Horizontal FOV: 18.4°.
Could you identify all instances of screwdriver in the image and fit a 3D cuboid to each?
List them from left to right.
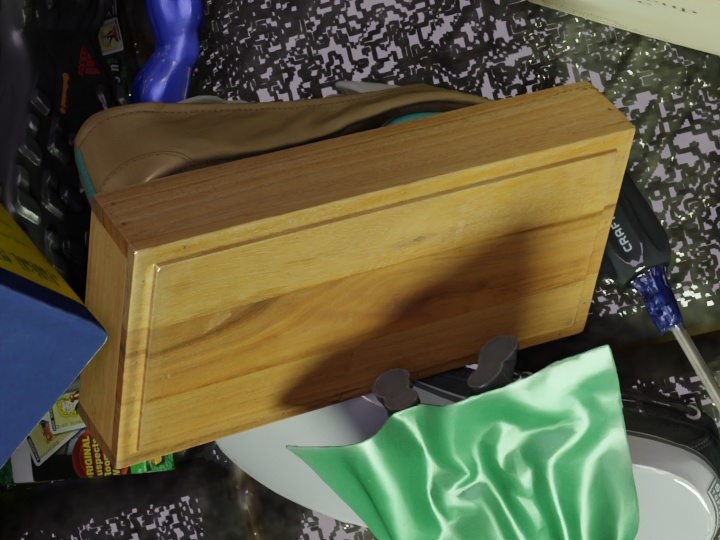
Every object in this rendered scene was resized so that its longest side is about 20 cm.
[{"bbox_3d":[0.123,0.036,0.835,0.029,0.028,0.200,-17,69,-15],"label":"screwdriver"}]

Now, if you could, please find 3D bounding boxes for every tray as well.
[{"bbox_3d":[0.000,0.000,0.792,0.200,0.099,0.037,-14,44,-27],"label":"tray"}]

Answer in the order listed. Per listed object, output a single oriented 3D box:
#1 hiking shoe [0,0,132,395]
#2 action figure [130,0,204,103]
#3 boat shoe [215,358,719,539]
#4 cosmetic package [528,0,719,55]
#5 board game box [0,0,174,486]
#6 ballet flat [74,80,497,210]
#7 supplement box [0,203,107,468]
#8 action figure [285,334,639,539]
[{"bbox_3d":[-0.134,-0.048,0.835,0.101,0.076,0.200,-14,78,43],"label":"hiking shoe"},{"bbox_3d":[-0.048,-0.123,0.862,0.099,0.065,0.200,-9,99,-10],"label":"action figure"},{"bbox_3d":[0.041,0.064,0.855,0.200,0.057,0.069,13,128,7],"label":"boat shoe"},{"bbox_3d":[0.108,-0.127,0.775,0.103,0.200,0.073,17,92,9],"label":"cosmetic package"},{"bbox_3d":[-0.131,-0.016,0.880,0.105,0.023,0.200,-9,87,34],"label":"board game box"},{"bbox_3d":[-0.015,-0.046,0.824,0.063,0.200,0.069,49,130,36],"label":"ballet flat"},{"bbox_3d":[-0.198,-0.012,0.750,0.110,0.109,0.200,-50,55,9],"label":"supplement box"},{"bbox_3d":[0.065,0.120,0.814,0.118,0.055,0.200,-16,116,16],"label":"action figure"}]
